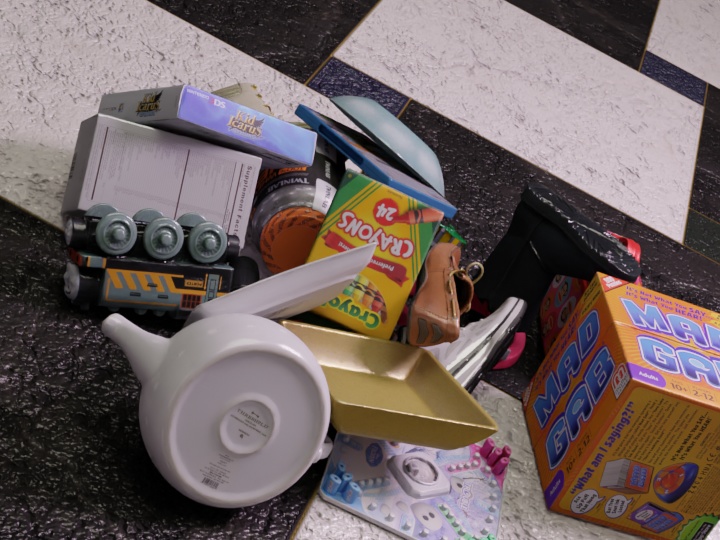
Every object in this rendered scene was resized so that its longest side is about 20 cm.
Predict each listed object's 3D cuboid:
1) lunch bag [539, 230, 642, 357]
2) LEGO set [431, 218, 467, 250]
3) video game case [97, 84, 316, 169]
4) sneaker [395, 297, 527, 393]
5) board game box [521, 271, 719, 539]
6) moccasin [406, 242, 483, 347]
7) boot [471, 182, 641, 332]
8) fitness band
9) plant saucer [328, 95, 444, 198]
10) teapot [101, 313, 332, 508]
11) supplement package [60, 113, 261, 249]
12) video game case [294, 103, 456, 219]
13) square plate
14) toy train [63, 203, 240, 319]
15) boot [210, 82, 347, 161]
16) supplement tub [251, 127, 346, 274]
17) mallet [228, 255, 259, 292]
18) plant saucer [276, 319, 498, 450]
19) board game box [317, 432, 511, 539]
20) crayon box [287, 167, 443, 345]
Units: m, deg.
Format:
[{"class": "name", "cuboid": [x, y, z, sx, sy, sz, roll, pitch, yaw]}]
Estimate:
[{"class": "lunch bag", "cuboid": [0.305, 0.036, 1.837, 0.081, 0.177, 0.201, 23, 29, -13]}, {"class": "LEGO set", "cuboid": [0.042, -0.046, 1.853, 0.153, 0.116, 0.200, 32, 12, -26]}, {"class": "video game case", "cuboid": [-0.183, -0.167, 1.694, 0.199, 0.046, 0.180, 17, -11, -40]}, {"class": "sneaker", "cuboid": [0.109, 0.077, 1.684, 0.115, 0.076, 0.201, 34, 53, 14]}, {"class": "board game box", "cuboid": [0.330, 0.162, 1.644, 0.198, 0.201, 0.201, 18, 32, -16]}, {"class": "moccasin", "cuboid": [0.101, 0.025, 1.655, 0.077, 0.075, 0.202, 6, 20, 6]}, {"class": "boot", "cuboid": [0.237, 0.012, 1.765, 0.076, 0.169, 0.200, -1, 35, -47]}, {"class": "fitness band", "cuboid": [0.119, 0.062, 1.799, 0.198, 0.038, 0.144, 14, 30, -23]}, {"class": "plant saucer", "cuboid": [0.045, -0.173, 1.869, 0.201, 0.039, 0.201, 41, 3, -3]}, {"class": "teapot", "cuboid": [-0.129, 0.124, 1.389, 0.195, 0.202, 0.146, -17, 24, -17]}, {"class": "supplement package", "cuboid": [-0.231, -0.098, 1.653, 0.198, 0.115, 0.109, 15, -5, -21]}, {"class": "video game case", "cuboid": [0.018, -0.138, 1.799, 0.142, 0.018, 0.200, 20, 18, -49]}, {"class": "square plate", "cuboid": [-0.088, 0.032, 1.496, 0.196, 0.200, 0.029, -21, 83, -16]}, {"class": "toy train", "cuboid": [-0.227, -0.007, 1.552, 0.198, 0.115, 0.085, 5, 9, -27]}, {"class": "boot", "cuboid": [-0.118, -0.196, 1.936, 0.198, 0.073, 0.155, -5, 37, -13]}, {"class": "supplement tub", "cuboid": [-0.075, -0.081, 1.773, 0.121, 0.123, 0.201, 18, 31, -14]}, {"class": "mallet", "cuboid": [-0.210, -0.011, 1.652, 0.198, 0.041, 0.066, 19, 32, -6]}, {"class": "plant saucer", "cuboid": [0.020, 0.129, 1.516, 0.198, 0.049, 0.200, 13, 16, -27]}, {"class": "board game box", "cuboid": [0.066, 0.215, 1.534, 0.198, 0.026, 0.200, 25, 30, -3]}, {"class": "crayon box", "cuboid": [0.000, 0.000, 1.647, 0.126, 0.202, 0.051, 23, -5, -3]}]
